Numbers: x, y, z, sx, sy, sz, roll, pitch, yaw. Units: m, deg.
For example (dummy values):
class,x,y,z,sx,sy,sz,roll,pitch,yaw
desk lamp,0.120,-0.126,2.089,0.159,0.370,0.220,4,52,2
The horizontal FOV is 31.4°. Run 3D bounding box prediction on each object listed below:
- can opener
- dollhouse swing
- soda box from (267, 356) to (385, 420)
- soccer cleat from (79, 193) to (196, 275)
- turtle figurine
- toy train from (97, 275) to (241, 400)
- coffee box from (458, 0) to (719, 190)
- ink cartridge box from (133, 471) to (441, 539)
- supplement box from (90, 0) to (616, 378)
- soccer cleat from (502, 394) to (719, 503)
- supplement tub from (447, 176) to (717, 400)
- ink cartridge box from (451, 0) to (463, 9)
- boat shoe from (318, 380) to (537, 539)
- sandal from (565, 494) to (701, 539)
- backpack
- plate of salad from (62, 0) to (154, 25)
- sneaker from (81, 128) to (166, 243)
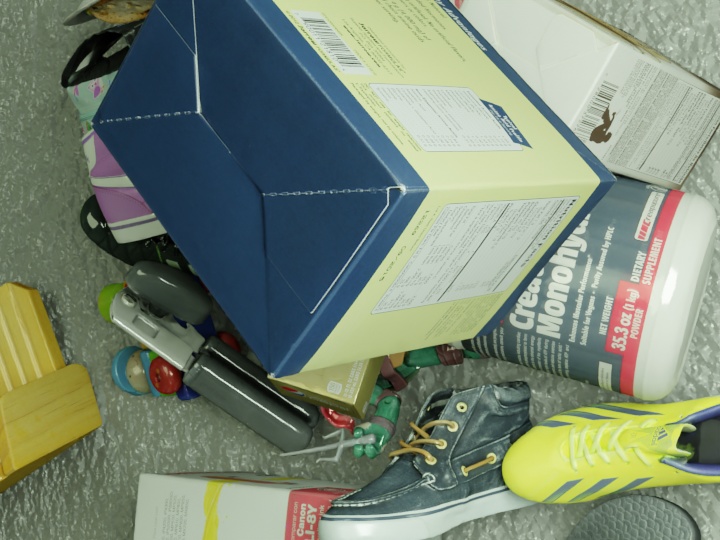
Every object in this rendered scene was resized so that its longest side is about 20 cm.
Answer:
class,x,y,z,sx,sy,sz,roll,pitch,yaw
can opener,-0.112,0.068,1.037,0.200,0.053,0.067,36,121,-8
dollhouse swing,-0.381,0.131,1.222,0.200,0.182,0.176,-32,87,27
soda box,0.000,0.000,0.928,0.067,0.064,0.201,16,77,11
soccer cleat,-0.127,-0.024,1.047,0.081,0.199,0.068,-22,53,63
turtle figurine,0.012,0.058,0.993,0.199,0.101,0.150,-26,87,12
toy train,-0.191,0.016,1.128,0.115,0.084,0.201,-13,95,46
coffee box,0.154,-0.124,0.858,0.113,0.200,0.080,39,109,31
ink cartridge box,-0.057,0.204,0.992,0.199,0.145,0.084,-1,82,34
supplement box,-0.003,-0.068,0.729,0.200,0.199,0.134,52,124,24
soccer cleat,0.187,0.115,0.849,0.199,0.084,0.065,-10,78,17
supplement tub,0.129,-0.002,0.869,0.199,0.140,0.141,15,92,18
ink cartridge box,-0.019,-0.191,0.981,0.146,0.200,0.083,22,124,34
boat shoe,0.047,0.131,0.895,0.071,0.200,0.091,-7,90,48
sandal,0.165,0.228,0.905,0.200,0.043,0.076,-53,51,28
backpack,-0.165,-0.150,1.111,0.199,0.167,0.127,-12,94,39
plate of salad,-0.163,-0.247,1.114,0.200,0.200,0.048,-21,101,31
sneaker,-0.116,-0.096,0.948,0.200,0.073,0.115,-14,105,16
